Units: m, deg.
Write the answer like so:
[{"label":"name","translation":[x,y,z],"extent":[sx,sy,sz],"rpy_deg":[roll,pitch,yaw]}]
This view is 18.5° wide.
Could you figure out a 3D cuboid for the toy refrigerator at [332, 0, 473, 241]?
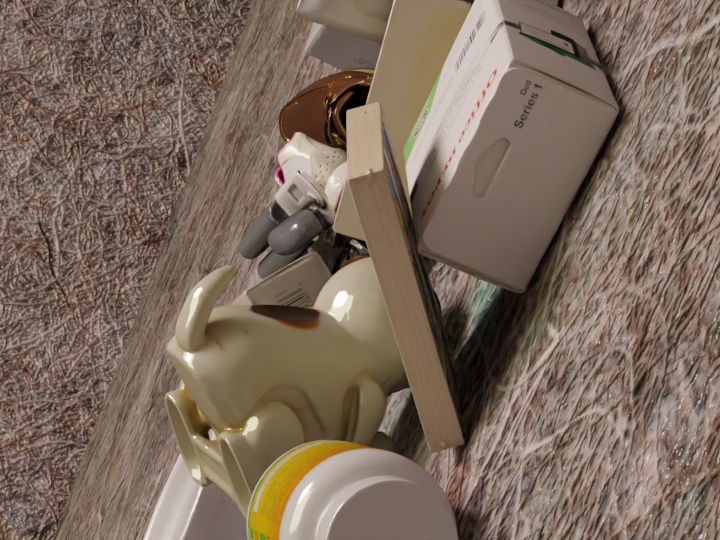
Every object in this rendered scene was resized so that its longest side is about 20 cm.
[{"label":"toy refrigerator","translation":[0.042,-0.120,1.760],"extent":[0.076,0.069,0.202],"rpy_deg":[-20,-54,-79]}]

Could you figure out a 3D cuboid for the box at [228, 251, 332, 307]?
[{"label":"box","translation":[-0.072,0.060,1.933],"extent":[0.077,0.095,0.200],"rpy_deg":[-30,-4,-21]}]

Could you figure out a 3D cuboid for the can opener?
[{"label":"can opener","translation":[-0.067,-0.033,1.865],"extent":[0.066,0.053,0.200],"rpy_deg":[-39,-1,-20]}]

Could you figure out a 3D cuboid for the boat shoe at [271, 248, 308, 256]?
[{"label":"boat shoe","translation":[-0.029,-0.075,2.115],"extent":[0.071,0.072,0.201],"rpy_deg":[133,160,-73]}]

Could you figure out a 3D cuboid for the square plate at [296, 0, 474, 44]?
[{"label":"square plate","translation":[0.065,-0.269,1.802],"extent":[0.028,0.197,0.201],"rpy_deg":[40,109,48]}]

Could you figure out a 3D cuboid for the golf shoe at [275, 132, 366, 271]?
[{"label":"golf shoe","translation":[-0.030,-0.056,1.933],"extent":[0.075,0.091,0.200],"rpy_deg":[-49,-15,-23]}]

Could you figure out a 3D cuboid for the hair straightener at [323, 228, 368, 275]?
[{"label":"hair straightener","translation":[0.000,0.000,1.799],"extent":[0.041,0.077,0.200],"rpy_deg":[-62,10,1]}]

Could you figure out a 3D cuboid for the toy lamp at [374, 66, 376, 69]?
[{"label":"toy lamp","translation":[0.031,-0.210,1.948],"extent":[0.201,0.058,0.059],"rpy_deg":[77,-158,-49]}]

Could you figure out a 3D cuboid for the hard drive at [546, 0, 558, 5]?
[{"label":"hard drive","translation":[0.112,-0.160,1.717],"extent":[0.132,0.026,0.201],"rpy_deg":[132,157,-61]}]

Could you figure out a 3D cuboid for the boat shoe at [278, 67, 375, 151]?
[{"label":"boat shoe","translation":[-0.003,-0.136,1.881],"extent":[0.199,0.067,0.073],"rpy_deg":[-4,95,45]}]

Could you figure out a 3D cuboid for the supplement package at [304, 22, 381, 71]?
[{"label":"supplement package","translation":[0.042,-0.284,2.064],"extent":[0.120,0.120,0.201],"rpy_deg":[128,161,-52]}]

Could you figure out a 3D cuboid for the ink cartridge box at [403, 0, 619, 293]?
[{"label":"ink cartridge box","translation":[0.097,-0.094,1.494],"extent":[0.200,0.084,0.147],"rpy_deg":[-94,29,-67]}]

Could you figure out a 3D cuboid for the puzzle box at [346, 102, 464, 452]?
[{"label":"puzzle box","translation":[0.029,0.003,1.460],"extent":[0.133,0.025,0.202],"rpy_deg":[-91,-15,-66]}]

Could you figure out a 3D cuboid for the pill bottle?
[{"label":"pill bottle","translation":[-0.003,0.165,1.377],"extent":[0.200,0.110,0.112],"rpy_deg":[171,121,-78]}]

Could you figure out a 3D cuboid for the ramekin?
[{"label":"ramekin","translation":[-0.120,0.230,1.865],"extent":[0.200,0.097,0.202],"rpy_deg":[-157,90,-79]}]

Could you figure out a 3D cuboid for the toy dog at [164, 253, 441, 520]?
[{"label":"toy dog","translation":[-0.036,0.062,1.589],"extent":[0.199,0.195,0.139],"rpy_deg":[-26,18,-22]}]
